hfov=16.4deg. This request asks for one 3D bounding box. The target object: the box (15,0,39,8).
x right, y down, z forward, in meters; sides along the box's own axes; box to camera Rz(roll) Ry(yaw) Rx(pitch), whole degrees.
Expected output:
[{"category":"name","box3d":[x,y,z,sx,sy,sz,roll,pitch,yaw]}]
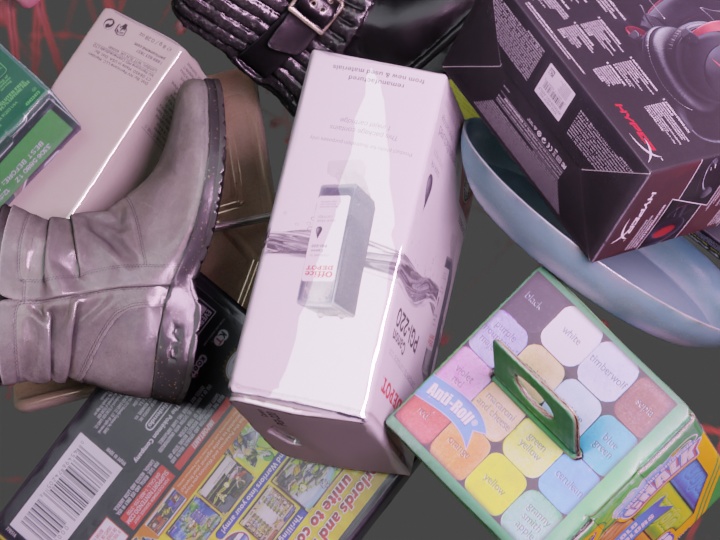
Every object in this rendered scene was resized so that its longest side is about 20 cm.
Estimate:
[{"category":"box","box3d":[-0.229,-0.276,1.577,0.128,0.200,0.109,-39,65,2]}]

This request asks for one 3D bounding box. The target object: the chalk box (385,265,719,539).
[{"category":"chalk box","box3d":[0.106,0.093,1.354,0.124,0.200,0.125,-45,65,0]}]

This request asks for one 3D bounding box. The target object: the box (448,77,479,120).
[{"category":"box","box3d":[0.137,-0.152,1.495,0.200,0.075,0.050,-46,66,-2]}]

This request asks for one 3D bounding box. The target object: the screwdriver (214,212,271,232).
[{"category":"screwdriver","box3d":[-0.068,-0.034,1.507,0.199,0.028,0.029,-7,96,-10]}]

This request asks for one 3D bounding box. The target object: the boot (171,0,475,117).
[{"category":"boot","box3d":[0.006,-0.181,1.509,0.211,0.079,0.158,-43,91,0]}]

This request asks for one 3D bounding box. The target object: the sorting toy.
[{"category":"sorting toy","box3d":[-0.138,-0.018,1.560,0.184,0.036,0.201,-14,65,12]}]

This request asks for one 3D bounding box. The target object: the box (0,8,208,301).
[{"category":"box","box3d":[-0.172,-0.052,1.519,0.068,0.082,0.200,29,78,25]}]

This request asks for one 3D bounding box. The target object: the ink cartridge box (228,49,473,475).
[{"category":"ink cartridge box","box3d":[0.000,0.000,1.391,0.084,0.146,0.201,11,76,15]}]

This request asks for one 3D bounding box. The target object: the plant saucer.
[{"category":"plant saucer","box3d":[0.133,-0.016,1.392,0.200,0.200,0.027,41,107,24]}]

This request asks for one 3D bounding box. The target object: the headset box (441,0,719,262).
[{"category":"headset box","box3d":[0.169,-0.100,1.351,0.199,0.075,0.149,-16,59,-38]}]

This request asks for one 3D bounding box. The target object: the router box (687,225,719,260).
[{"category":"router box","box3d":[0.261,-0.061,1.432,0.200,0.062,0.150,39,88,24]}]

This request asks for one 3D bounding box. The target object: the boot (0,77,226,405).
[{"category":"boot","box3d":[-0.149,-0.024,1.443,0.130,0.068,0.201,10,82,-5]}]

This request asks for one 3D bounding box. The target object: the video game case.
[{"category":"video game case","box3d":[-0.092,0.132,1.473,0.181,0.025,0.200,39,93,15]}]

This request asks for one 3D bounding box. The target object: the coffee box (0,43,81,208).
[{"category":"coffee box","box3d":[-0.265,-0.100,1.519,0.123,0.044,0.200,-47,48,-4]}]
